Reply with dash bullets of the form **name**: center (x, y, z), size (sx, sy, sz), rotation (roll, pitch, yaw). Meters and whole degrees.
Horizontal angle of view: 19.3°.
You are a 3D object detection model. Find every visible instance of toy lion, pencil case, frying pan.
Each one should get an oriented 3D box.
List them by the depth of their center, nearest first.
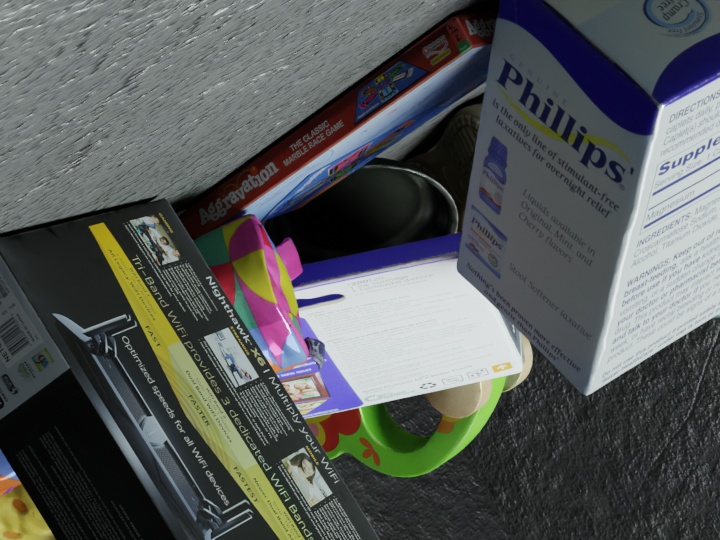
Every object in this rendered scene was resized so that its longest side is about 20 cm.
- **pencil case**: center (-0.118, 0.043, 1.047), size (0.199, 0.089, 0.088), rotation (-23, 176, 1)
- **frying pan**: center (0.015, -0.007, 1.236), size (0.114, 0.031, 0.190), rotation (-23, 141, 15)
- **toy lion**: center (-0.012, 0.056, 1.369), size (0.069, 0.200, 0.192), rotation (-28, 157, -49)

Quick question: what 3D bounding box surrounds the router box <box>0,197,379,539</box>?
- **router box**: center (-0.085, 0.072, 0.917), size (0.052, 0.201, 0.157), rotation (-35, 174, 22)

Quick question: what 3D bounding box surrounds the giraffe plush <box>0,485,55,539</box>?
- **giraffe plush**: center (-0.202, 0.118, 1.162), size (0.161, 0.174, 0.200), rotation (-8, -176, -8)

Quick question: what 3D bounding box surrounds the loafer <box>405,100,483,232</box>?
- **loafer**: center (0.080, -0.061, 1.377), size (0.068, 0.076, 0.200), rotation (-22, 173, -19)

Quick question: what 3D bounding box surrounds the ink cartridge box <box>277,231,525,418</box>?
- **ink cartridge box**: center (-0.019, 0.029, 1.181), size (0.197, 0.044, 0.200), rotation (-12, 158, 9)

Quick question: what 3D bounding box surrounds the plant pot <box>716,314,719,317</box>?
- **plant pot**: center (0.185, -0.055, 1.443), size (0.200, 0.202, 0.161), rotation (-27, -174, -36)

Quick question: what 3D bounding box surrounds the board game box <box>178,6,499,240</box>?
- **board game box**: center (0.005, -0.075, 1.052), size (0.200, 0.020, 0.103), rotation (-33, 173, 35)

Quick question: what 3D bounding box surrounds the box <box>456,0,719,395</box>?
- **box**: center (0.155, -0.071, 1.018), size (0.183, 0.105, 0.201), rotation (-28, 147, -28)
